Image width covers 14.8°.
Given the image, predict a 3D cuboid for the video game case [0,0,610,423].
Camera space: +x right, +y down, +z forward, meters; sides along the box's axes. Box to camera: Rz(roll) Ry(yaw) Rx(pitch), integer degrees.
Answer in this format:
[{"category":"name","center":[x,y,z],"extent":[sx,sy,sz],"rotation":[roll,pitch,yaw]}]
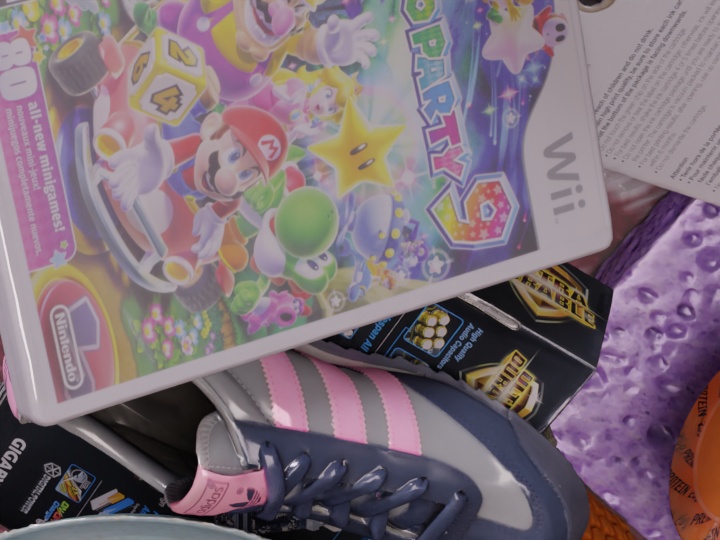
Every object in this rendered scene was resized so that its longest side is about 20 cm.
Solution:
[{"category":"video game case","center":[-0.022,-0.050,0.827],"extent":[0.200,0.018,0.144],"rotation":[-17,105,-25]}]

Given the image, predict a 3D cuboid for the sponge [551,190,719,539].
[{"category":"sponge","center":[0.155,0.011,1.059],"extent":[0.112,0.030,0.200],"rotation":[42,94,-17]}]

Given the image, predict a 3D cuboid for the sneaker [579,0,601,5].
[{"category":"sneaker","center":[0.048,-0.110,0.993],"extent":[0.088,0.075,0.201],"rotation":[-15,109,-25]}]

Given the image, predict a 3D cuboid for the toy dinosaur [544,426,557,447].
[{"category":"toy dinosaur","center":[0.000,0.000,0.994],"extent":[0.200,0.088,0.047],"rotation":[41,92,-16]}]

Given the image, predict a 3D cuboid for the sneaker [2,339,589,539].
[{"category":"sneaker","center":[-0.023,0.061,0.880],"extent":[0.200,0.082,0.070],"rotation":[25,127,-4]}]

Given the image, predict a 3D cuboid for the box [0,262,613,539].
[{"category":"box","center":[-0.032,0.044,0.952],"extent":[0.159,0.046,0.200],"rotation":[30,128,-8]}]

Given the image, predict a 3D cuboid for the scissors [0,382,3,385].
[{"category":"scissors","center":[-0.067,0.050,1.036],"extent":[0.200,0.014,0.073],"rotation":[24,101,-15]}]

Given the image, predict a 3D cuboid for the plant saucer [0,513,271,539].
[{"category":"plant saucer","center":[-0.074,0.143,0.939],"extent":[0.200,0.039,0.201],"rotation":[0,130,0]}]

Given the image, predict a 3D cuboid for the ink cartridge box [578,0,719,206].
[{"category":"ink cartridge box","center":[0.152,-0.095,0.913],"extent":[0.199,0.043,0.196],"rotation":[18,139,-13]}]

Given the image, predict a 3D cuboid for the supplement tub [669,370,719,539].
[{"category":"supplement tub","center":[0.214,0.106,1.027],"extent":[0.200,0.123,0.123],"rotation":[31,97,-33]}]

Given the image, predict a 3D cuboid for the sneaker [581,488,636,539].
[{"category":"sneaker","center":[0.045,0.158,1.000],"extent":[0.076,0.200,0.092],"rotation":[33,132,-15]}]
